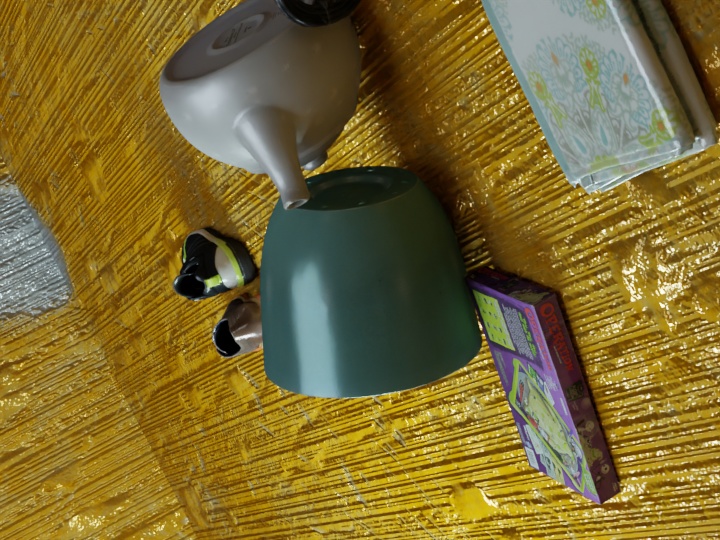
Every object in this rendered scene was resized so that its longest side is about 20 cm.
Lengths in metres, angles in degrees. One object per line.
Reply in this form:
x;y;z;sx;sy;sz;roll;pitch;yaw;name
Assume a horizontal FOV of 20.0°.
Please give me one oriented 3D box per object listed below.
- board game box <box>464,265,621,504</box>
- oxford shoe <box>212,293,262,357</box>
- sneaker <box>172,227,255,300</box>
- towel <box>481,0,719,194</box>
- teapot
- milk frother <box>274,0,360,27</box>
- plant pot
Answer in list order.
0.158;0.099;1.776;0.120;0.032;0.200;32;145;63;board game box
-0.152;0.071;2.464;0.071;0.073;0.200;61;161;3;oxford shoe
-0.197;-0.004;2.464;0.072;0.083;0.200;67;160;-9;sneaker
0.161;-0.157;1.413;0.200;0.048;0.171;64;158;-2;towel
-0.073;-0.156;1.824;0.197;0.200;0.146;4;133;54;teapot
-0.022;-0.285;1.620;0.200;0.181;0.188;23;-175;-34;milk frother
0.000;0.000;1.816;0.201;0.200;0.161;27;130;59;plant pot
